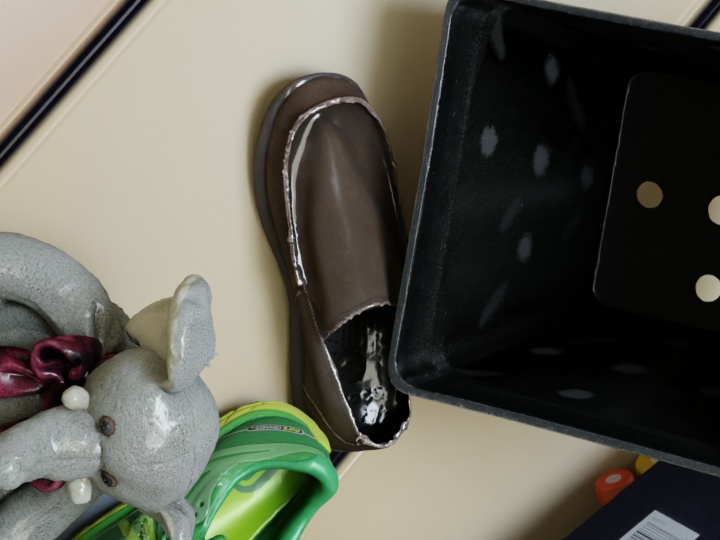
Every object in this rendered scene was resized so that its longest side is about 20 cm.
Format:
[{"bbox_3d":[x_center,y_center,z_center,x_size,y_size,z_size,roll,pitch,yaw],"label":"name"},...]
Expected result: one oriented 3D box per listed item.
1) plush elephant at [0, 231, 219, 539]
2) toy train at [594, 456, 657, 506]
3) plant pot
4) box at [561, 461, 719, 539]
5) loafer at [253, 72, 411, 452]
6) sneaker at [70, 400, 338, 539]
[{"bbox_3d":[-0.133,0.067,1.159,0.199,0.155,0.166,-10,107,-25],"label":"plush elephant"},{"bbox_3d":[0.207,0.179,1.424,0.199,0.056,0.151,16,95,-30],"label":"toy train"},{"bbox_3d":[0.151,-0.025,1.257,0.177,0.199,0.201,-9,110,-64],"label":"plant pot"},{"bbox_3d":[0.173,0.216,1.324,0.200,0.104,0.183,-36,119,-17],"label":"box"},{"bbox_3d":[0.000,0.000,1.261,0.073,0.071,0.201,-18,110,-23],"label":"loafer"},{"bbox_3d":[-0.091,0.146,1.242,0.200,0.084,0.074,-47,118,-6],"label":"sneaker"}]
